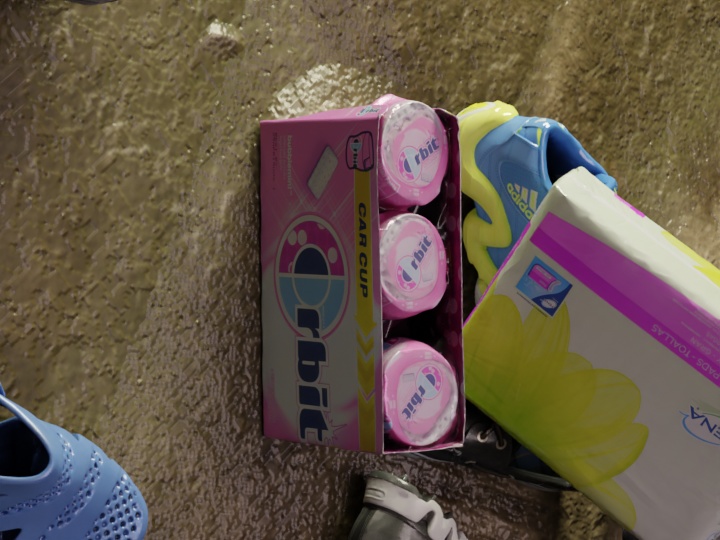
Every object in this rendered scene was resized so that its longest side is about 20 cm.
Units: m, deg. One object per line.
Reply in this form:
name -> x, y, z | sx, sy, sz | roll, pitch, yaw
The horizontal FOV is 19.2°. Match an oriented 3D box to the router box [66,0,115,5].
router box -> -0.209, -0.228, 1.093 | 0.198, 0.051, 0.151 | 7, 87, -34

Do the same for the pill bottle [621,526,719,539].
pill bottle -> 0.220, 0.141, 1.381 | 0.106, 0.106, 0.201 | 32, 44, -35

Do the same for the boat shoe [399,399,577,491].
boat shoe -> 0.084, 0.097, 1.349 | 0.199, 0.056, 0.069 | 20, 79, -38

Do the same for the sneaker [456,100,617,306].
sneaker -> 0.120, -0.011, 1.343 | 0.076, 0.105, 0.201 | -36, 113, -32

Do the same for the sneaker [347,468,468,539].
sneaker -> 0.057, 0.212, 1.329 | 0.200, 0.066, 0.091 | 41, 70, -28

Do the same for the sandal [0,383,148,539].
sandal -> -0.184, 0.103, 1.113 | 0.199, 0.087, 0.080 | 35, 69, -37

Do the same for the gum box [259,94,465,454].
gum box -> 0.000, 0.000, 1.240 | 0.066, 0.113, 0.202 | -3, 93, -39

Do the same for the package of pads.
package of pads -> 0.161, 0.061, 1.268 | 0.155, 0.199, 0.068 | -58, 168, 26
